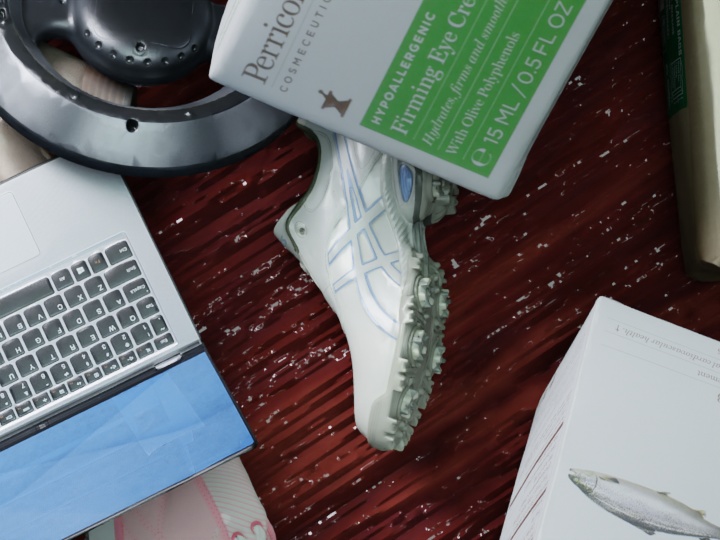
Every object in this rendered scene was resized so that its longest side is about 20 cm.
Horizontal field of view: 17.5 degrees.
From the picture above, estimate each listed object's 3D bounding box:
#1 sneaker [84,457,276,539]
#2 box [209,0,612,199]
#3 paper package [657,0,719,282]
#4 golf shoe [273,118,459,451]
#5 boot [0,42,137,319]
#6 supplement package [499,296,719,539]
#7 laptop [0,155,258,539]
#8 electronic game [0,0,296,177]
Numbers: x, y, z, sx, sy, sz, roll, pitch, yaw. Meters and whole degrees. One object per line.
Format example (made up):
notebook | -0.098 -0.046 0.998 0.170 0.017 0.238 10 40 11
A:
sneaker | -0.091 0.171 1.222 0.104 0.075 0.201 -1 56 -10
box | 0.045 -0.189 1.193 0.171 0.200 0.199 22 126 -8
paper package | 0.266 -0.097 1.292 0.190 0.103 0.201 -3 84 -5
golf shoe | 0.000 0.000 1.285 0.097 0.078 0.201 2 77 13
boot | -0.203 -0.035 1.271 0.146 0.070 0.201 7 82 3
supplement package | 0.139 0.137 1.208 0.117 0.117 0.200 20 55 -3
laptop | -0.175 0.046 1.159 0.187 0.116 0.200 -25 80 -6
electronic game | -0.118 -0.133 1.263 0.199 0.042 0.201 6 55 -9
